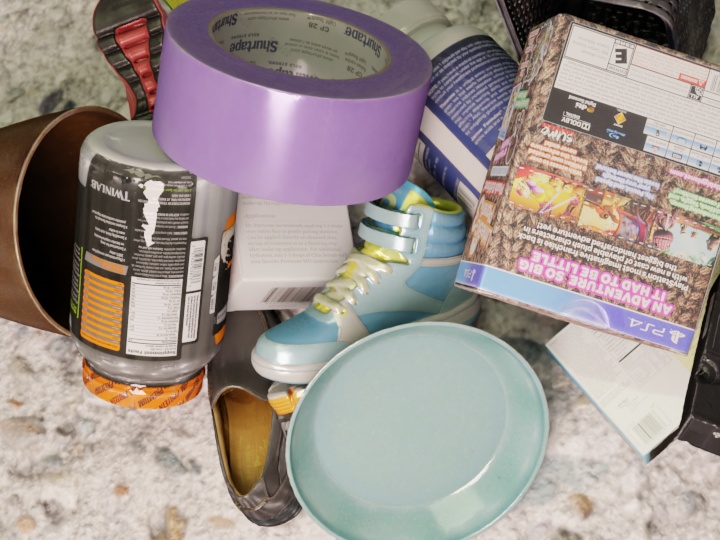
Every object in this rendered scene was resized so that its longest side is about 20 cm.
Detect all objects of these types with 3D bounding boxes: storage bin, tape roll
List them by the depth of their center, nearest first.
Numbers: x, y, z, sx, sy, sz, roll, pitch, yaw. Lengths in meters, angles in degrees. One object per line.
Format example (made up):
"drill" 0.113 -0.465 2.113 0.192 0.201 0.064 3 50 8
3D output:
"tape roll" -0.051 -0.131 1.177 0.199 0.200 0.085 25 120 21
"storage bin" 0.190 -0.204 1.211 0.134 0.200 0.094 14 77 19

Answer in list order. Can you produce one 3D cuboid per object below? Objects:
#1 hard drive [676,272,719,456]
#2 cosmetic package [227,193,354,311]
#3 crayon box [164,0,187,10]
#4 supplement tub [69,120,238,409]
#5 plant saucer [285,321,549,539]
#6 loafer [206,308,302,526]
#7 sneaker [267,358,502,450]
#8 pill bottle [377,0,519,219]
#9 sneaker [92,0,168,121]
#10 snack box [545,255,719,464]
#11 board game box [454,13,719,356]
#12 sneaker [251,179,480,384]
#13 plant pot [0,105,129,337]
"hard drive" 0.330 0.091 1.112 0.199 0.038 0.140 19 53 3
"cosmetic package" -0.072 -0.072 1.291 0.101 0.071 0.201 0 68 -22
"crayon box" -0.136 -0.291 1.413 0.127 0.051 0.200 -39 67 0
"supplement tub" -0.159 -0.004 1.215 0.122 0.122 0.201 17 114 20
"plant saucer" 0.040 0.120 1.183 0.199 0.201 0.036 -31 27 4
"loafer" -0.087 0.099 1.261 0.072 0.072 0.201 -19 68 11
"sneaker" 0.031 0.102 1.234 0.199 0.078 0.078 -12 101 3
"pill bottle" 0.088 -0.123 1.263 0.111 0.111 0.200 -41 67 0
"sneaker" -0.155 -0.134 1.297 0.073 0.087 0.201 -15 85 13
"snack box" 0.253 0.037 1.205 0.200 0.037 0.116 -40 68 0
"board game box" 0.176 -0.060 1.132 0.158 0.097 0.201 17 90 -7
"sneaker" 0.000 0.000 1.200 0.199 0.131 0.079 -21 31 -30
"plant pot" -0.294 -0.039 1.323 0.199 0.187 0.188 1 72 32
